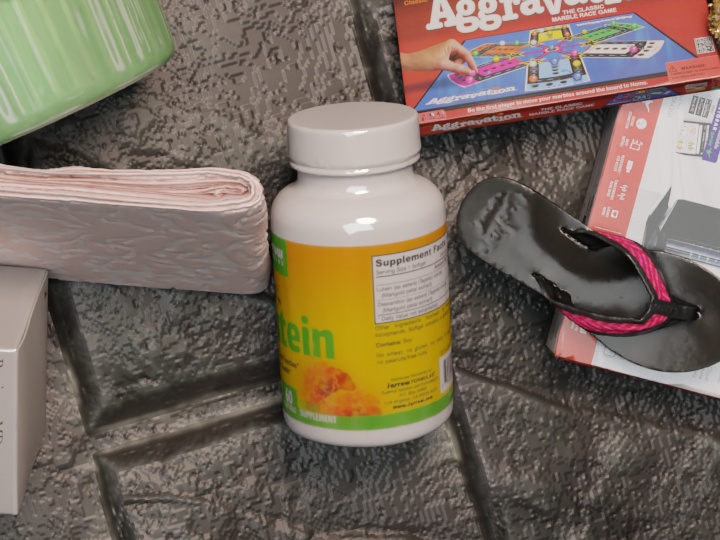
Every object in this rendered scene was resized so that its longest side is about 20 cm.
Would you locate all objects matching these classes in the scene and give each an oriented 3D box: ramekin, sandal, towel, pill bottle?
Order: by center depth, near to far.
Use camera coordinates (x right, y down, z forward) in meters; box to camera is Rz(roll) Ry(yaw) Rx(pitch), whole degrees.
[{"bbox_3d":[-0.212,-0.139,1.170,0.200,0.200,0.098,-24,101,1],"label":"ramekin"},{"bbox_3d":[-0.151,-0.028,1.180,0.191,0.200,0.032,5,76,0],"label":"towel"},{"bbox_3d":[0.000,0.000,1.207,0.111,0.111,0.200,-3,107,-1],"label":"pill bottle"},{"bbox_3d":[0.150,0.006,1.210,0.200,0.045,0.075,28,96,5],"label":"sandal"}]

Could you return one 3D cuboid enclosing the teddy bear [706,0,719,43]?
[{"bbox_3d":[0.252,-0.228,1.222,0.145,0.067,0.200,-17,91,-26],"label":"teddy bear"}]

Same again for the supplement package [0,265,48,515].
[{"bbox_3d":[-0.304,0.068,1.204,0.200,0.120,0.122,4,114,-2],"label":"supplement package"}]

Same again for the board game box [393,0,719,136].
[{"bbox_3d":[0.124,-0.149,1.229,0.200,0.019,0.103,-9,63,5],"label":"board game box"}]

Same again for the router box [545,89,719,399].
[{"bbox_3d":[0.234,-0.020,1.260,0.179,0.049,0.200,14,94,-2],"label":"router box"}]
